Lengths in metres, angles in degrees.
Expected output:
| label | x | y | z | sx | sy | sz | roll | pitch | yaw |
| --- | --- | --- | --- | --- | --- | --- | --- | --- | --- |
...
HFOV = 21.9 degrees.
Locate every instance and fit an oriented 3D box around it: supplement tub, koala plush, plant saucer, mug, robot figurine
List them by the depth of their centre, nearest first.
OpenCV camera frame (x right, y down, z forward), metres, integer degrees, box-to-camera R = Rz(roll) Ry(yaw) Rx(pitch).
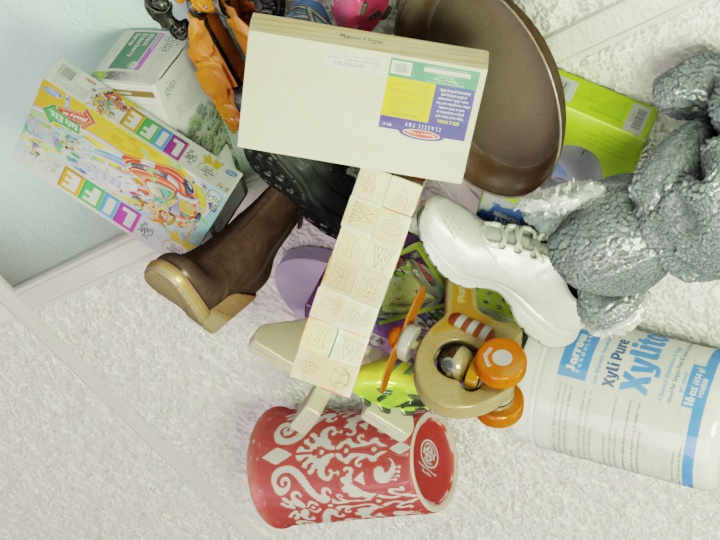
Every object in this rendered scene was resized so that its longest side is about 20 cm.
| label | x | y | z | sx | sy | sz | roll | pitch | yaw |
| --- | --- | --- | --- | --- | --- | --- | --- | --- | --- |
| koala plush | 0.235 | -0.040 | 1.489 | 0.199 | 0.184 | 0.178 | -21 | 121 | 18 |
| plant saucer | 0.105 | -0.158 | 1.556 | 0.200 | 0.032 | 0.201 | 35 | 141 | 34 |
| robot figurine | -0.109 | -0.210 | 1.662 | 0.144 | 0.058 | 0.201 | 1 | 134 | 30 |
| supplement tub | 0.253 | 0.121 | 1.739 | 0.198 | 0.132 | 0.133 | 13 | 139 | 18 |
| mug | 0.005 | 0.205 | 2.023 | 0.199 | 0.177 | 0.135 | -6 | 93 | 31 |

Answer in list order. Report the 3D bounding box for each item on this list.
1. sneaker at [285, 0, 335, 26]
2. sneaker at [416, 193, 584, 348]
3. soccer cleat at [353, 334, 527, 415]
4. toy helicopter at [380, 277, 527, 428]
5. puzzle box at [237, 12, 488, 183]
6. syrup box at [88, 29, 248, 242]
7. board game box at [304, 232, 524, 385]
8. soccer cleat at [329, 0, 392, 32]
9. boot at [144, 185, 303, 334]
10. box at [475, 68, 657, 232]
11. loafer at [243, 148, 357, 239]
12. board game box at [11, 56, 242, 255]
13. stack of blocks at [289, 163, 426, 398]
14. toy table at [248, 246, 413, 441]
| label | x | y | z | sx | sy | sz | roll | pitch | yaw |
| --- | --- | --- | --- | --- | --- | --- | --- | --- | --- |
| sneaker | -0.005 | -0.170 | 1.632 | 0.077 | 0.086 | 0.200 | -5 | 153 | 31 |
| sneaker | 0.137 | -0.013 | 1.649 | 0.199 | 0.075 | 0.087 | 32 | 138 | -20 |
| soccer cleat | 0.079 | 0.092 | 1.796 | 0.198 | 0.084 | 0.065 | -1 | 162 | -24 |
| toy helicopter | 0.083 | 0.050 | 1.713 | 0.131 | 0.201 | 0.079 | -1 | 141 | 2 |
| puzzle box | 0.000 | -0.141 | 1.548 | 0.198 | 0.026 | 0.134 | 10 | 137 | -2 |
| syrup box | -0.182 | -0.127 | 1.782 | 0.081 | 0.079 | 0.201 | 6 | 136 | 27 |
| board game box | 0.060 | 0.031 | 1.771 | 0.199 | 0.120 | 0.032 | 24 | 146 | 9 |
| soccer cleat | -0.007 | -0.281 | 1.525 | 0.086 | 0.070 | 0.201 | 34 | 142 | 21 |
| boot | -0.118 | -0.031 | 1.731 | 0.072 | 0.167 | 0.200 | 35 | 174 | 14 |
| box | 0.175 | -0.083 | 1.633 | 0.121 | 0.048 | 0.201 | 24 | 140 | 8 |
| loafer | -0.043 | -0.093 | 1.698 | 0.068 | 0.071 | 0.200 | 24 | 169 | 35 |
| board game box | -0.221 | -0.098 | 1.746 | 0.199 | 0.034 | 0.135 | 32 | 142 | -3 |
| stack of blocks | 0.000 | 0.000 | 1.667 | 0.058 | 0.115 | 0.201 | 20 | 102 | 1 |
| toy table | -0.015 | 0.079 | 1.874 | 0.199 | 0.118 | 0.184 | 25 | 142 | 5 |
